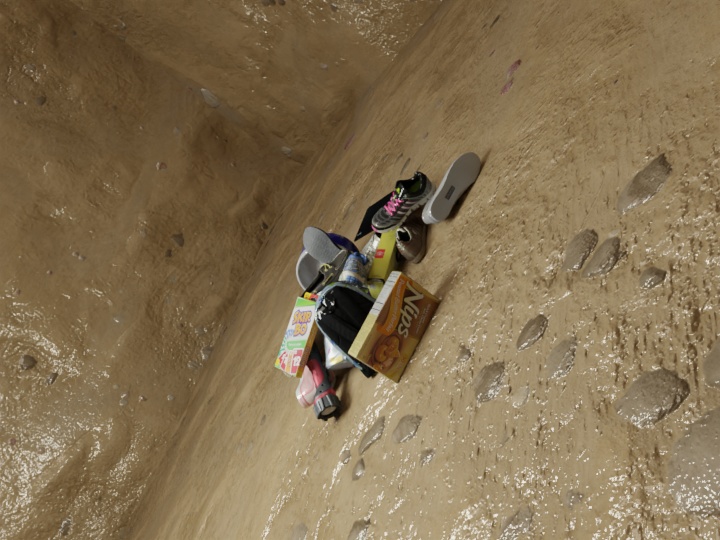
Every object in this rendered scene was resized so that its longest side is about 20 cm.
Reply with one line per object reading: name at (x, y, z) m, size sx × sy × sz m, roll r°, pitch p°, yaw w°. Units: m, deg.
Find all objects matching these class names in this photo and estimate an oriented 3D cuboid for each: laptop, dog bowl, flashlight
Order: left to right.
flashlight at (-0.108, 0.264, 1.351) m, size 0.066 × 0.069 × 0.202 m, roll -23°, pitch 52°, yaw -8°
dog bowl at (-0.093, -0.008, 1.673) m, size 0.200 × 0.198 × 0.080 m, roll -45°, pitch 18°, yaw 31°
laptop at (0.094, -0.163, 1.587) m, size 0.176 × 0.195 × 0.107 m, roll -24°, pitch 75°, yaw 58°

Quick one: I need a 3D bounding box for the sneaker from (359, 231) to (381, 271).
sneaker at (0.032, -0.053, 1.571) m, size 0.203 × 0.072 × 0.085 m, roll -59°, pitch -10°, yaw -15°

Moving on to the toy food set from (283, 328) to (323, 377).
toy food set at (-0.159, 0.205, 1.560) m, size 0.143 × 0.060 × 0.202 m, roll -41°, pitch -17°, yaw -30°

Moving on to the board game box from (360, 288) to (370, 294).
board game box at (-0.022, 0.117, 1.561) m, size 0.199 × 0.032 × 0.122 m, roll -42°, pitch 22°, yaw 41°

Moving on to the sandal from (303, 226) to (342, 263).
sandal at (-0.081, -0.048, 1.562) m, size 0.077 × 0.198 × 0.043 m, roll -54°, pitch -6°, yaw 10°

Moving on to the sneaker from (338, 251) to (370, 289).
sneaker at (0.000, 0.000, 1.439) m, size 0.200 × 0.075 × 0.088 m, roll 30°, pitch -107°, yaw -81°

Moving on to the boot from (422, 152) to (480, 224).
boot at (0.220, -0.205, 1.389) m, size 0.202 × 0.073 × 0.095 m, roll -53°, pitch 10°, yaw -7°

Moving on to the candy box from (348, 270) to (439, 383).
candy box at (0.072, 0.119, 1.177) m, size 0.203 × 0.114 × 0.055 m, roll -61°, pitch 20°, yaw -9°

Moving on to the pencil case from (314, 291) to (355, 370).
pencil case at (-0.062, 0.148, 1.392) m, size 0.091 × 0.081 × 0.205 m, roll 105°, pitch 155°, yaw -66°

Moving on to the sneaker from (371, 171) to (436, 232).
sneaker at (0.101, -0.181, 1.416) m, size 0.198 × 0.088 × 0.074 m, roll -37°, pitch 51°, yaw 2°

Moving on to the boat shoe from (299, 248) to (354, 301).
boat shoe at (-0.090, 0.021, 1.485) m, size 0.204 × 0.060 × 0.071 m, roll -57°, pitch 29°, yaw -9°

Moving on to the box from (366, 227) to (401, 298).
box at (0.070, -0.027, 1.468) m, size 0.049 × 0.076 × 0.204 m, roll 4°, pitch 54°, yaw 21°

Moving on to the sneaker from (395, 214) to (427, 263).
sneaker at (0.128, -0.102, 1.447) m, size 0.071 × 0.075 × 0.202 m, roll -47°, pitch 22°, yaw 26°

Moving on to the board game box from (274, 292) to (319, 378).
board game box at (-0.149, 0.156, 1.382) m, size 0.094 × 0.030 × 0.205 m, roll 10°, pitch 77°, yaw 48°

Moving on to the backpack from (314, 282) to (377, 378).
backpack at (-0.019, 0.117, 1.283) m, size 0.165 × 0.198 × 0.154 m, roll -55°, pitch 18°, yaw 5°

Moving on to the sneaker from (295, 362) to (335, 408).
sneaker at (-0.111, 0.279, 1.475) m, size 0.104 × 0.076 × 0.201 m, roll -37°, pitch 15°, yaw 11°
